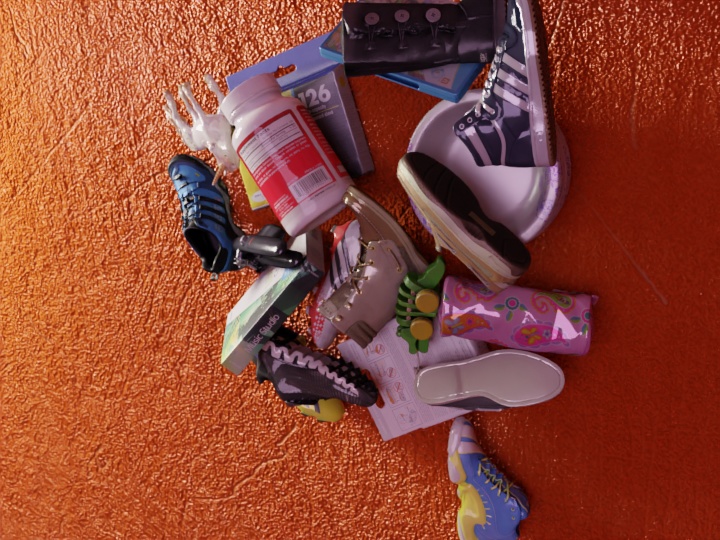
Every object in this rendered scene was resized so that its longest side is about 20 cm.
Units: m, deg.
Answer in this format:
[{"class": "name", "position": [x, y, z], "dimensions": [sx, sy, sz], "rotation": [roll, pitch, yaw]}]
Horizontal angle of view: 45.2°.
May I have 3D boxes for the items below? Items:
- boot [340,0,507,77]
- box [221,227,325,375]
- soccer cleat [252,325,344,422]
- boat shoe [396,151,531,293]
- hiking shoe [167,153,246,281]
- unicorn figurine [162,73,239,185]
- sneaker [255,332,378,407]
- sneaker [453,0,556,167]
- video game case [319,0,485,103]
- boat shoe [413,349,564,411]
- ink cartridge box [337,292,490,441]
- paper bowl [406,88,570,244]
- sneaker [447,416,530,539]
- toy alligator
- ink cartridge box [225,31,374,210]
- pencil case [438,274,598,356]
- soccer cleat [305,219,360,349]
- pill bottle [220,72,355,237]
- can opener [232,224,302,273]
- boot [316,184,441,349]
[{"class": "boot", "position": [0.076, -0.311, 1.039], "dimensions": [0.198, 0.066, 0.166], "rotation": [-3, 59, 12]}, {"class": "box", "position": [-0.124, 0.036, 1.226], "dimensions": [0.036, 0.145, 0.200], "rotation": [34, 108, -18]}, {"class": "soccer cleat", "position": [-0.094, 0.144, 1.296], "dimensions": [0.200, 0.065, 0.084], "rotation": [44, 116, 12]}, {"class": "boat shoe", "position": [0.109, -0.052, 1.034], "dimensions": [0.200, 0.071, 0.076], "rotation": [48, 134, 11]}, {"class": "hiking shoe", "position": [-0.237, -0.087, 1.299], "dimensions": [0.074, 0.087, 0.201], "rotation": [-33, 86, 29]}, {"class": "unicorn figurine", "position": [-0.223, -0.206, 1.246], "dimensions": [0.073, 0.200, 0.138], "rotation": [-25, 106, -14]}, {"class": "sneaker", "position": [-0.068, 0.161, 1.233], "dimensions": [0.199, 0.066, 0.091], "rotation": [23, 104, 19]}, {"class": "sneaker", "position": [0.154, -0.210, 0.961], "dimensions": [0.107, 0.070, 0.202], "rotation": [-3, 106, 23]}, {"class": "video game case", "position": [0.068, -0.290, 1.075], "dimensions": [0.199, 0.144, 0.018], "rotation": [25, 154, 23]}, {"class": "boat shoe", "position": [0.170, 0.147, 1.124], "dimensions": [0.198, 0.062, 0.074], "rotation": [-8, 69, 24]}, {"class": "ink cartridge box", "position": [0.085, 0.135, 1.218], "dimensions": [0.199, 0.050, 0.162], "rotation": [-27, 90, 32]}, {"class": "paper bowl", "position": [0.163, -0.125, 1.081], "dimensions": [0.199, 0.104, 0.203], "rotation": [6, 105, 24]}, {"class": "sneaker", "position": [0.180, 0.292, 1.196], "dimensions": [0.104, 0.076, 0.202], "rotation": [-3, 112, 17]}, {"class": "toy alligator", "position": [0.069, 0.067, 1.138], "dimensions": [0.054, 0.059, 0.202], "rotation": [10, 120, 2]}, {"class": "ink cartridge box", "position": [-0.098, -0.208, 1.226], "dimensions": [0.196, 0.047, 0.202], "rotation": [-15, 97, 29]}, {"class": "pencil case", "position": [0.199, 0.056, 1.097], "dimensions": [0.198, 0.087, 0.088], "rotation": [7, 106, 10]}, {"class": "soccer cleat", "position": [-0.018, 0.028, 1.230], "dimensions": [0.085, 0.068, 0.202], "rotation": [23, 107, 24]}, {"class": "pill bottle", "position": [-0.099, -0.156, 1.153], "dimensions": [0.112, 0.112, 0.201], "rotation": [-34, 87, 29]}, {"class": "can opener", "position": [-0.133, -0.031, 1.208], "dimensions": [0.063, 0.200, 0.079], "rotation": [25, 87, -20]}, {"class": "boot", "position": [0.000, 0.000, 1.135], "dimensions": [0.154, 0.072, 0.200], "rotation": [-41, 124, -1]}]
